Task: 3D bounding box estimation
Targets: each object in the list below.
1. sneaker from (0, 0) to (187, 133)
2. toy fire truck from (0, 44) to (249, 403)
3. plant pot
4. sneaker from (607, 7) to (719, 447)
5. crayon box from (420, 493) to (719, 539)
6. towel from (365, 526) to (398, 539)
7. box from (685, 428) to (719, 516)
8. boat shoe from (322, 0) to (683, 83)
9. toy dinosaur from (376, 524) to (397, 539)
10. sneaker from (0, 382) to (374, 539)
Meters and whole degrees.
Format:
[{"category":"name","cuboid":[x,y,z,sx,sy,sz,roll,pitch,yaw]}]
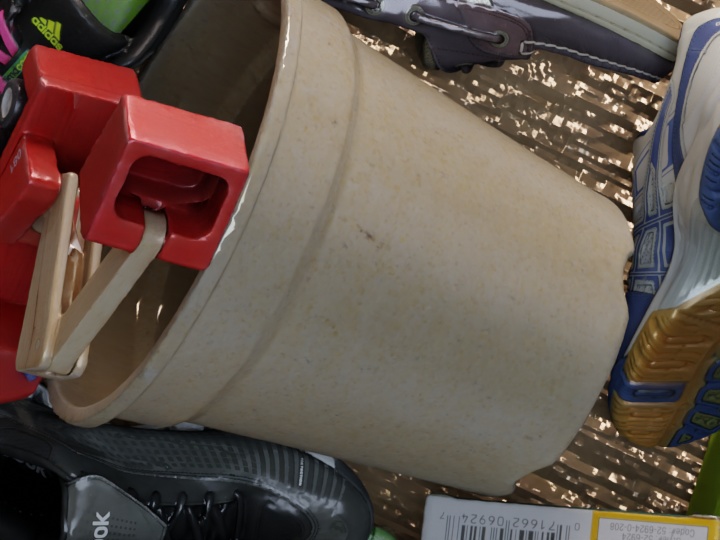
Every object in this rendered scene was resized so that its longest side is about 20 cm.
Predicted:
[{"category":"sneaker","cuboid":[-0.131,-0.093,1.116,0.074,0.087,0.200,44,89,-10]},{"category":"toy fire truck","cuboid":[-0.113,-0.008,1.051,0.049,0.141,0.200,14,125,-25]},{"category":"plant pot","cuboid":[0.000,0.000,1.105,0.183,0.200,0.201,24,92,-20]},{"category":"sneaker","cuboid":[0.147,-0.017,1.162,0.075,0.088,0.200,1,129,-21]},{"category":"crayon box","cuboid":[0.080,0.196,1.104,0.125,0.052,0.201,3,78,22]},{"category":"towel","cuboid":[0.022,0.227,1.157,0.149,0.031,0.200,31,72,-19]},{"category":"box","cuboid":[0.185,0.179,1.208,0.122,0.048,0.201,18,94,-9]},{"category":"boat shoe","cuboid":[0.039,-0.115,1.151,0.199,0.072,0.065,19,108,-16]},{"category":"toy dinosaur","cuboid":[0.009,0.215,1.183,0.101,0.058,0.201,-12,97,-8]},{"category":"sneaker","cuboid":[-0.094,0.097,1.129,0.199,0.091,0.067,14,116,-3]}]
